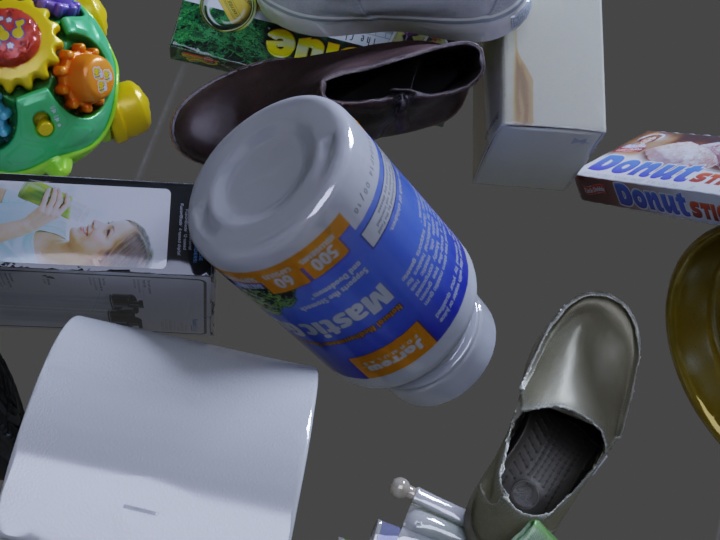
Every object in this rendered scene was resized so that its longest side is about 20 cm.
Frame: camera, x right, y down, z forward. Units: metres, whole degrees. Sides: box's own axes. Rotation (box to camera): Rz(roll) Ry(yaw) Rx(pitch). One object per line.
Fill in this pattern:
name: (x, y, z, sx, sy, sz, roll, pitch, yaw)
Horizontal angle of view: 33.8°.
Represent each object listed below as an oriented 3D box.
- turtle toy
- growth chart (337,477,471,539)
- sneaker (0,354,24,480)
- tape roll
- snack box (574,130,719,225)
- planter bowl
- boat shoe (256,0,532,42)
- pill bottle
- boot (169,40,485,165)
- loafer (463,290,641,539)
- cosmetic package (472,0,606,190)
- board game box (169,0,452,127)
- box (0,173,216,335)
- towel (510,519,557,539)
turtle toy: (-0.229, -0.148, 0.763, 0.145, 0.101, 0.201, -23, 77, -14)
growth chart: (0.025, 0.229, 0.723, 0.144, 0.018, 0.201, 30, 71, 3)
sneaker: (-0.260, 0.062, 0.663, 0.090, 0.200, 0.076, -31, 43, 2)
tape roll: (-0.110, 0.136, 0.638, 0.138, 0.203, 0.204, 12, 71, -3)
snack box: (0.218, -0.060, 0.753, 0.072, 0.200, 0.024, -29, 108, -15)
planter bowl: (0.294, 0.046, 0.734, 0.083, 0.200, 0.201, -27, 77, -30)
boat shoe: (0.012, -0.192, 0.762, 0.199, 0.069, 0.072, 17, 56, 33)
pill bottle: (0.000, 0.000, 0.695, 0.112, 0.200, 0.113, -21, 47, 25)
boot: (-0.028, -0.109, 0.734, 0.199, 0.166, 0.073, -10, 93, -2)
loafer: (0.132, 0.094, 0.748, 0.075, 0.068, 0.201, 27, 65, 1)
cosmetic package: (0.119, -0.167, 0.817, 0.071, 0.105, 0.201, 4, 71, -5)
board game box: (-0.026, -0.175, 0.842, 0.199, 0.023, 0.105, 13, 74, -3)
box: (-0.186, -0.008, 0.719, 0.199, 0.117, 0.061, 3, 69, -5)
towel: (0.078, 0.261, 0.682, 0.200, 0.031, 0.149, -45, 101, -7)
